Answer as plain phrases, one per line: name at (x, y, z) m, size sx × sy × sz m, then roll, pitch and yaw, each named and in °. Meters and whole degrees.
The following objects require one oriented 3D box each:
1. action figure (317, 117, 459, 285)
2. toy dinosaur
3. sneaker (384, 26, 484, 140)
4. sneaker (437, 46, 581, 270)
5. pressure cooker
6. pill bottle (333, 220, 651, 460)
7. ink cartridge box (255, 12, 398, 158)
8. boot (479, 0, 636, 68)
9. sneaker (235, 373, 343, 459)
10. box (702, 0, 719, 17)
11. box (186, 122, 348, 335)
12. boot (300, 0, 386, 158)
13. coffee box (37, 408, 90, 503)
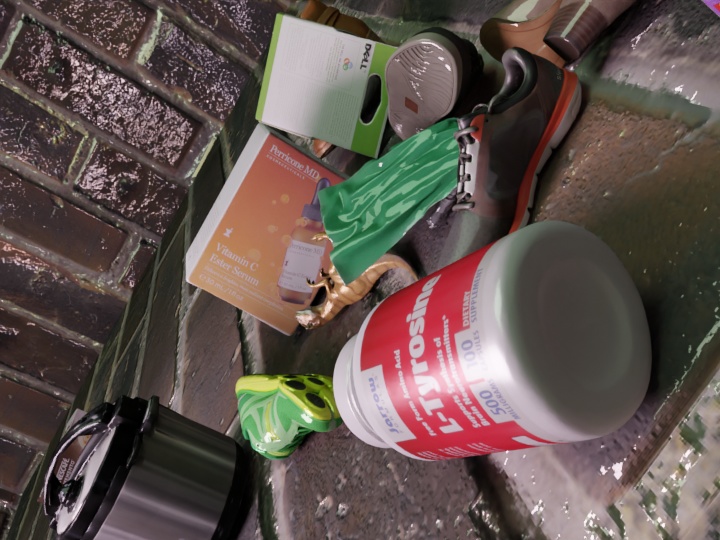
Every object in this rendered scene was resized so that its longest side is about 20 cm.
action figure at (0.052, -0.081, 0.693) m, size 0.198 × 0.054 × 0.120 m, roll -34°, pitch 57°, yaw 22°
toy dinosaur at (0.000, 0.000, 0.780) m, size 0.199 × 0.060 × 0.108 m, roll -35°, pitch 68°, yaw 45°
sneaker at (0.080, -0.201, 0.708) m, size 0.107 × 0.074 × 0.200 m, roll -53°, pitch -2°, yaw -10°
sneaker at (0.097, -0.083, 0.585) m, size 0.203 × 0.081 × 0.077 m, roll -64°, pitch 21°, yaw -5°
pressure cooker at (-0.247, 0.238, 0.825) m, size 0.178 × 0.198 × 0.179 m, roll -24°, pitch 43°, yaw 59°
pill bottle at (0.064, 0.055, 0.450) m, size 0.199 × 0.111 × 0.114 m, roll -31°, pitch 36°, yaw 55°
ink cartridge box at (-0.033, -0.251, 1.008) m, size 0.075 × 0.197 × 0.151 m, roll -19°, pitch -53°, yaw -63°
boot at (0.186, -0.242, 0.611) m, size 0.147 × 0.070 × 0.200 m, roll -54°, pitch 22°, yaw 4°
sneaker at (-0.067, 0.147, 0.738) m, size 0.199 × 0.073 × 0.086 m, roll -13°, pitch 77°, yaw 60°
box at (0.219, -0.281, 0.462) m, size 0.039 × 0.135 × 0.203 m, roll -17°, pitch 48°, yaw 61°
box at (-0.106, -0.053, 0.916) m, size 0.202 × 0.150 × 0.106 m, roll -59°, pitch 20°, yaw 8°
boot at (-0.057, -0.285, 1.089) m, size 0.202 × 0.154 × 0.077 m, roll -57°, pitch 3°, yaw 10°
coffee box at (-0.623, 0.428, 1.640) m, size 0.080 × 0.113 × 0.202 m, roll -47°, pitch 25°, yaw 32°
